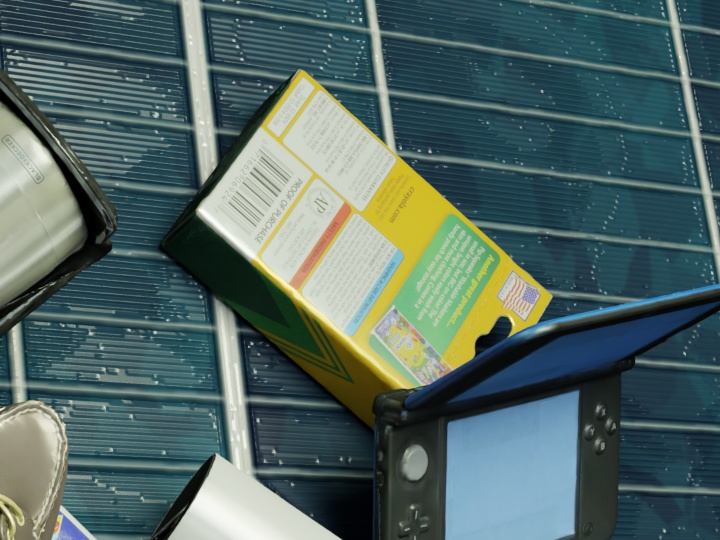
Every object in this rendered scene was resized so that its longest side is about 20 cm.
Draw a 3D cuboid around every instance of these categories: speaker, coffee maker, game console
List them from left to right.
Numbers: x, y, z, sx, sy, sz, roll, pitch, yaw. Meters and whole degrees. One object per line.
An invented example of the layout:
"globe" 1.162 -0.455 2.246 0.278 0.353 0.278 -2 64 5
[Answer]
"coffee maker" -0.227 0.017 1.174 0.200 0.192 0.135 -41 70 -18
"speaker" -0.019 0.181 1.257 0.199 0.081 0.081 35 54 -6
"game console" 0.112 0.092 1.318 0.199 0.118 0.172 -10 104 -44

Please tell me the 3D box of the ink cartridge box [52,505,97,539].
"ink cartridge box" -0.151 0.179 1.205 0.200 0.037 0.095 43 52 1

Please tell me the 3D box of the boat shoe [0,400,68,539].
"boat shoe" -0.189 0.136 1.149 0.072 0.060 0.201 36 53 -6

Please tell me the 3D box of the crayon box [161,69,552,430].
"crayon box" 0.000 0.000 1.386 0.200 0.052 0.126 41 53 -9
